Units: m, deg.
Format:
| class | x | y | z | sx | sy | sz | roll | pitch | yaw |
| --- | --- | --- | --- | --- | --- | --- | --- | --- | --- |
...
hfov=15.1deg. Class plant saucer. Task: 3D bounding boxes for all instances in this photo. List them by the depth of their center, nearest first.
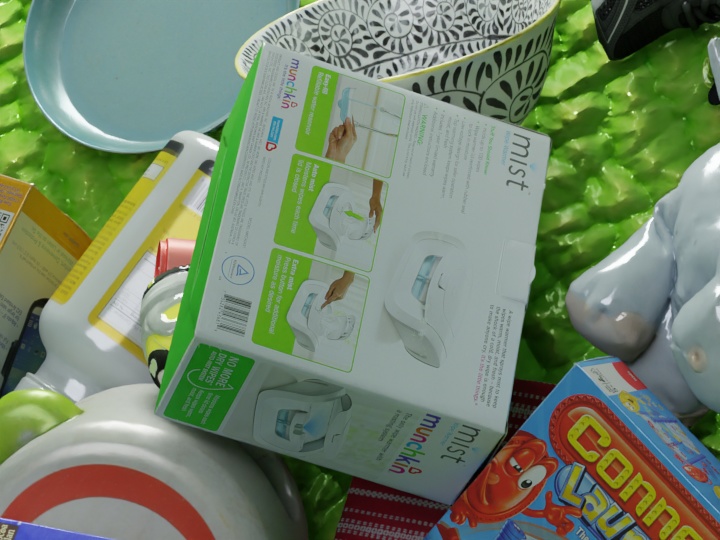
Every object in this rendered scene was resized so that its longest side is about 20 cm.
| class | x | y | z | sx | sy | sz | roll | pitch | yaw |
| --- | --- | --- | --- | --- | --- | --- | --- | --- | --- |
| plant saucer | -0.126 | -0.162 | 1.776 | 0.200 | 0.027 | 0.201 | -10 | 63 | 20 |

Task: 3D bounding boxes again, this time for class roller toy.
| class | x | y | z | sx | sy | sz | roll | pitch | yaw |
| --- | --- | --- | --- | --- | --- | --- | --- | --- | --- |
| roller toy | -0.125 | 0.163 | 1.529 | 0.182 | 0.140 | 0.201 | 5 | 101 | 8 |

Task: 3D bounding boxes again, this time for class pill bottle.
| class | x | y | z | sx | sy | sz | roll | pitch | yaw |
| --- | --- | --- | --- | --- | --- | --- | --- | --- | --- |
| pill bottle | -0.122 | 0.023 | 1.636 | 0.112 | 0.112 | 0.200 | 32 | 82 | 32 |

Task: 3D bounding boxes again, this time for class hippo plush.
| class | x | y | z | sx | sy | sz | roll | pitch | yaw |
| --- | --- | --- | --- | --- | --- | --- | --- | --- | --- |
| hippo plush | 0.224 | 0.011 | 1.436 | 0.200 | 0.159 | 0.161 | -58 | 22 | 2 |

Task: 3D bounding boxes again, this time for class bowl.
| class | x | y | z | sx | sy | sz | roll | pitch | yaw |
| --- | --- | --- | --- | --- | --- | --- | --- | --- | --- |
| bowl | 0.032 | -0.105 | 1.621 | 0.200 | 0.094 | 0.201 | -12 | 21 | 5 |

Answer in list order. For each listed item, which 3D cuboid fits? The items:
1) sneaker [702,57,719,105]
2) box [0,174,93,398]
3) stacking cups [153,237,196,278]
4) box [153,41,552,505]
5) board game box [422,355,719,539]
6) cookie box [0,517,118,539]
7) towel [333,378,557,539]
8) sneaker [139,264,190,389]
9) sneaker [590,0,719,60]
| class | x | y | z | sx | sy | sz | roll | pitch | yaw |
| --- | --- | --- | --- | --- | --- | --- | --- | --- | --- |
| sneaker | 0.272 | -0.067 | 1.549 | 0.083 | 0.072 | 0.200 | -54 | 54 | 21 |
| box | -0.229 | 0.054 | 1.663 | 0.041 | 0.119 | 0.200 | 18 | 74 | 29 |
| stacking cups | -0.020 | 0.013 | 1.577 | 0.199 | 0.061 | 0.061 | 5 | 65 | -6 |
| box | 0.000 | 0.000 | 1.479 | 0.176 | 0.097 | 0.200 | 17 | 55 | -10 |
| board game box | 0.129 | 0.184 | 1.420 | 0.200 | 0.056 | 0.196 | 46 | 112 | 19 |
| cookie box | -0.130 | 0.224 | 1.377 | 0.199 | 0.075 | 0.171 | 9 | 48 | 8 |
| towel | 0.052 | 0.153 | 1.553 | 0.144 | 0.022 | 0.200 | 8 | 68 | 28 |
| sneaker | -0.033 | 0.067 | 1.533 | 0.200 | 0.075 | 0.077 | 17 | 42 | -11 |
| sneaker | 0.229 | -0.179 | 1.604 | 0.200 | 0.080 | 0.086 | -35 | 68 | 12 |
